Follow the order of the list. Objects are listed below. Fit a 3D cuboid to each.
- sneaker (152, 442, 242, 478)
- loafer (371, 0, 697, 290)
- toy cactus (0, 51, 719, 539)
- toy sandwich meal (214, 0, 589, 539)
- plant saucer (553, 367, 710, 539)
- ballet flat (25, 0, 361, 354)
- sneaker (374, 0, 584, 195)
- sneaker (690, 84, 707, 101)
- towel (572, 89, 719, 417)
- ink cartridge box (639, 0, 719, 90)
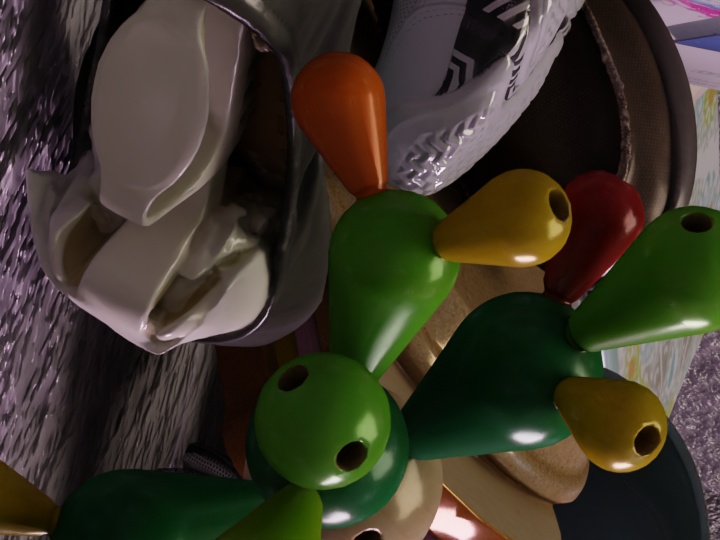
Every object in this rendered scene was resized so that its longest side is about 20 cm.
[{"bbox_3d":[-0.038,0.090,0.839,0.075,0.114,0.200,-47,-152,-3],"label":"sneaker"},{"bbox_3d":[0.025,-0.082,0.808,0.071,0.200,0.073,4,144,-49],"label":"loafer"},{"bbox_3d":[-0.014,0.035,0.625,0.200,0.102,0.165,-35,169,-3],"label":"toy cactus"},{"bbox_3d":[0.000,0.000,0.818,0.205,0.070,0.205,54,14,-19],"label":"toy sandwich meal"},{"bbox_3d":[0.039,0.124,1.008,0.036,0.200,0.200,43,54,-43],"label":"plant saucer"},{"bbox_3d":[-0.041,-0.029,0.639,0.068,0.068,0.200,-55,166,-33],"label":"ballet flat"},{"bbox_3d":[0.017,-0.125,0.740,0.075,0.115,0.200,56,57,-81],"label":"sneaker"},{"bbox_3d":[0.061,-0.065,0.955,0.200,0.071,0.080,-51,131,-29],"label":"sneaker"},{"bbox_3d":[0.096,-0.011,1.107,0.171,0.048,0.200,-64,156,-44],"label":"towel"},{"bbox_3d":[0.145,-0.104,0.845,0.200,0.145,0.088,-6,-103,60],"label":"ink cartridge box"}]
